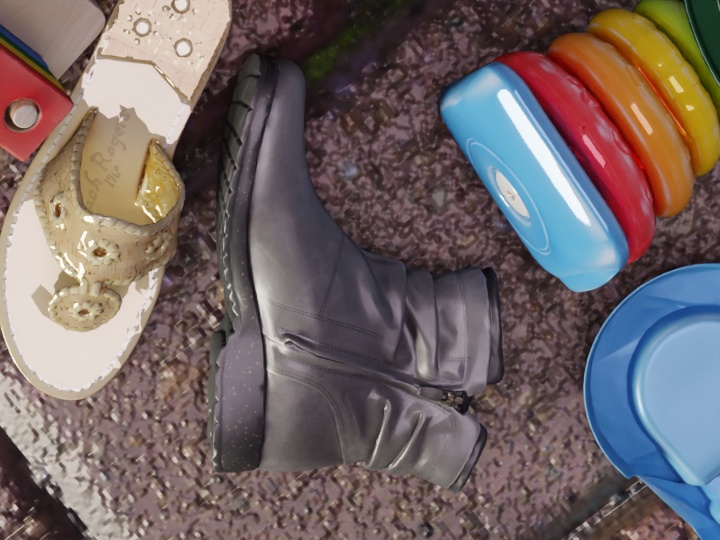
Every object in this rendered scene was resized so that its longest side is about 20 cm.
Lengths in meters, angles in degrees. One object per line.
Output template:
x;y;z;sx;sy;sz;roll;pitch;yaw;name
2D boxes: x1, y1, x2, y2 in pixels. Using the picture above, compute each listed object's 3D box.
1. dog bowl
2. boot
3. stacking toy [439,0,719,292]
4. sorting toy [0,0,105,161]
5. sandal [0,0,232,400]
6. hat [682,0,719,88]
0.184;0.081;1.356;0.111;0.050;0.200;-41;99;4;dog bowl
0.000;0.000;1.332;0.131;0.070;0.200;1;110;-6;boot
0.145;-0.088;1.313;0.200;0.116;0.110;-35;94;-11;stacking toy
-0.233;-0.079;1.252;0.200;0.070;0.199;-46;128;7;sorting toy
-0.112;-0.039;1.312;0.077;0.070;0.212;20;98;-5;sandal
0.234;-0.148;1.202;0.165;0.176;0.200;-10;90;-14;hat
